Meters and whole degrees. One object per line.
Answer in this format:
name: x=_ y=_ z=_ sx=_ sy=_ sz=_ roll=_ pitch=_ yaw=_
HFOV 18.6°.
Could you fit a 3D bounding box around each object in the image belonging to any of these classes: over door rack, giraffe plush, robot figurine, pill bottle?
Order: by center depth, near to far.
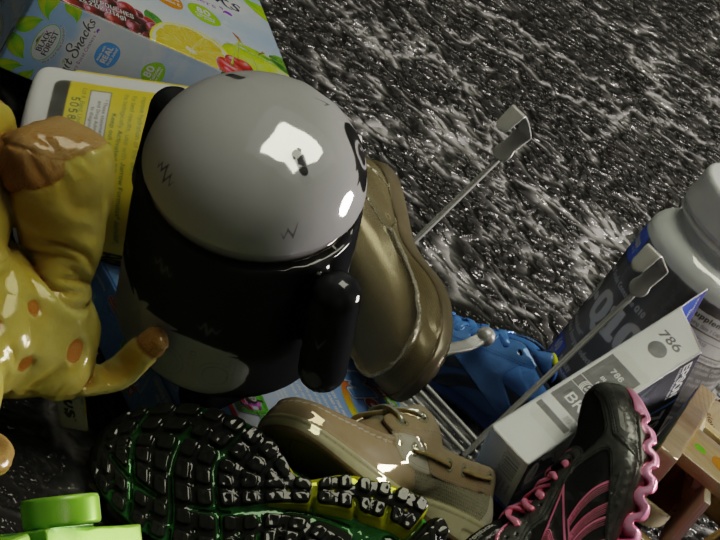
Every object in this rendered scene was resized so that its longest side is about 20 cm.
giraffe plush: x=-0.210 y=0.028 z=1.101 sx=0.162 sy=0.172 sz=0.201 roll=-46 pitch=118 yaw=-56
robot figurine: x=-0.064 y=-0.014 z=1.179 sx=0.149 sy=0.201 sz=0.125 roll=17 pitch=44 yaw=2
pill bottle: x=-0.102 y=-0.055 z=1.316 sx=0.198 sy=0.112 sz=0.111 roll=7 pitch=28 yaw=-1
over door rack: x=0.090 y=0.020 z=1.426 sx=0.148 sy=0.200 sz=0.067 roll=46 pitch=11 yaw=23
pill bottle: x=0.228 y=0.028 z=1.583 sx=0.113 sy=0.200 sz=0.114 roll=29 pitch=25 yaw=-15

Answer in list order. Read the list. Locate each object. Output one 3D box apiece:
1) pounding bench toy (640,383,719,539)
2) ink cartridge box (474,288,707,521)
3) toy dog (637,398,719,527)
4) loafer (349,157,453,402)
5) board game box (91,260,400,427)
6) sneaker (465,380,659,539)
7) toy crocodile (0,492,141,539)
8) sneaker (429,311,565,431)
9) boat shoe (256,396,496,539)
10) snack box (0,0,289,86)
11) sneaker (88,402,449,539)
pounding bench toy: x=0.247 y=0.157 z=1.382 sx=0.156 sy=0.200 sz=0.124 roll=39 pitch=24 yaw=7
ink cartridge box: x=0.151 y=0.092 z=1.392 sx=0.199 sy=0.100 sz=0.039 roll=-31 pitch=65 yaw=-31
toy dog: x=0.271 y=0.134 z=1.554 sx=0.199 sy=0.132 sz=0.097 roll=-30 pitch=77 yaw=-33
loafer: x=0.000 y=0.000 z=1.383 sx=0.067 sy=0.076 sz=0.201 roll=24 pitch=30 yaw=-35
board game box: x=-0.059 y=0.071 z=1.323 sx=0.199 sy=0.037 sz=0.152 roll=12 pitch=34 yaw=-41
sneaker: x=0.110 y=0.152 z=1.271 sx=0.095 sy=0.079 sz=0.201 roll=18 pitch=71 yaw=-7
toy crocodile: x=-0.170 y=0.144 z=1.026 sx=0.200 sy=0.061 sz=0.068 roll=-3 pitch=84 yaw=-58
sneaker: x=0.086 y=0.059 z=1.492 sx=0.200 sy=0.079 sz=0.066 roll=39 pitch=26 yaw=8
boat shoe: x=0.013 y=0.107 z=1.256 sx=0.072 sy=0.065 sz=0.200 roll=2 pitch=-23 yaw=41
snack box: x=-0.154 y=-0.168 z=1.477 sx=0.199 sy=0.068 sz=0.169 roll=23 pitch=27 yaw=-28
sneaker: x=-0.055 y=0.137 z=1.186 sx=0.199 sy=0.085 sz=0.078 roll=23 pitch=65 yaw=-2
